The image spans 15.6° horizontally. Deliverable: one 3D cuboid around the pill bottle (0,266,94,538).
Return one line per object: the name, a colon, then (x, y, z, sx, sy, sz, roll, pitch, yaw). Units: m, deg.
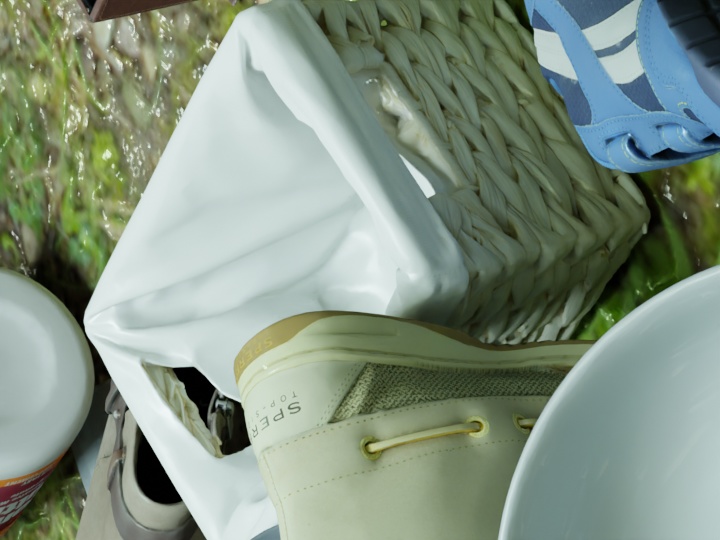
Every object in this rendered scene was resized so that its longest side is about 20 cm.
pill bottle: (-0.210, 0.084, 1.321, 0.110, 0.109, 0.200, 63, 150, 14)

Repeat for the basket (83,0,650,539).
basket: (0.000, 0.000, 1.009, 0.136, 0.123, 0.200, 57, 140, 22)

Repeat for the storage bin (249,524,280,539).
storage bin: (0.031, 0.197, 0.940, 0.200, 0.145, 0.135, -93, -10, -52)

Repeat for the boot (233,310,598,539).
boot: (0.057, 0.100, 0.878, 0.073, 0.199, 0.156, -47, 42, 46)

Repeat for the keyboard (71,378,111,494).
keyboard: (-0.101, 0.153, 1.298, 0.056, 0.011, 0.201, -24, 84, 49)

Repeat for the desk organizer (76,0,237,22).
desk organizer: (-0.119, -0.205, 1.126, 0.200, 0.077, 0.072, 57, 140, 22)

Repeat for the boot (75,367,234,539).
boot: (-0.096, 0.125, 1.172, 0.146, 0.070, 0.201, 115, 159, -62)

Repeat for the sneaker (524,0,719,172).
sneaker: (0.112, -0.067, 0.862, 0.200, 0.074, 0.083, -130, 34, -60)

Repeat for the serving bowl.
serving bowl: (0.143, 0.097, 0.787, 0.199, 0.066, 0.201, -4, 80, 25)
